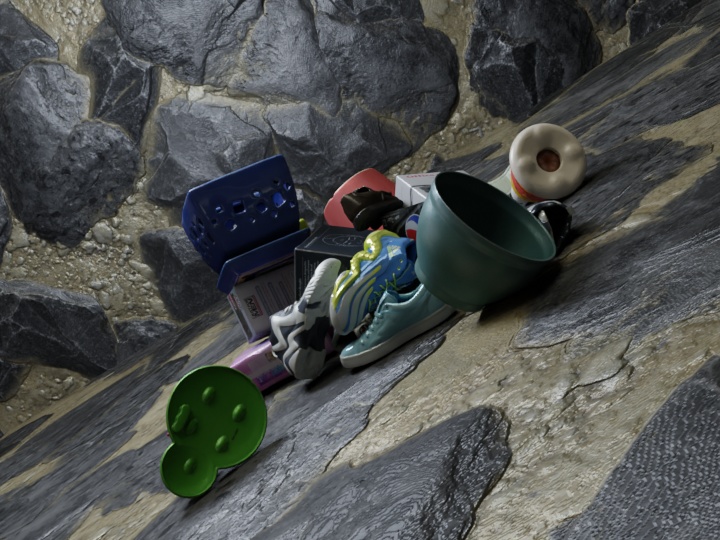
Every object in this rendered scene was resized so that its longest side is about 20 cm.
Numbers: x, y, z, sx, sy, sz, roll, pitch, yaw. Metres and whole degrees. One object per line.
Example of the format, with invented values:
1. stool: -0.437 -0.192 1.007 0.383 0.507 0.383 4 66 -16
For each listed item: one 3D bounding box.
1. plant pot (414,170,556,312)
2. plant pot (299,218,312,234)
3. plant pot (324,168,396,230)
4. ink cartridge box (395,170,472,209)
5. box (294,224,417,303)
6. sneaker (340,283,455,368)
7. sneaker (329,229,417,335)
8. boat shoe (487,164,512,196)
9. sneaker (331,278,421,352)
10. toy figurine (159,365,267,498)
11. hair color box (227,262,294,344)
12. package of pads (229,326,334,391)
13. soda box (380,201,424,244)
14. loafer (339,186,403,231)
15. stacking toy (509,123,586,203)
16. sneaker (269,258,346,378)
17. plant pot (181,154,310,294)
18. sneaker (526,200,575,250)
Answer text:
1. plant pot: 0.158 -0.028 1.444 0.135 0.199 0.200 -58 -5 27
2. plant pot: -0.149 0.035 2.084 0.198 0.182 0.200 -32 -8 -6
3. plant pot: 0.034 -0.091 2.019 0.200 0.178 0.201 -38 -16 -13
4. ink cartridge box: 0.160 -0.108 1.799 0.143 0.085 0.200 -5 22 -19
5. box: 0.000 0.000 1.769 0.198 0.108 0.148 8 22 16
6. sneaker: 0.044 0.074 1.561 0.199 0.082 0.074 -31 7 9
7. sneaker: 0.028 0.015 1.589 0.104 0.076 0.201 0 52 36
8. boat shoe: 0.294 -0.156 2.078 0.201 0.060 0.072 -38 50 19
9. sneaker: 0.031 0.079 1.652 0.199 0.074 0.089 -36 13 34
10. toy figurine: -0.244 0.260 1.529 0.201 0.149 0.184 -64 8 -26
11. hair color box: -0.135 0.049 1.886 0.199 0.100 0.061 -22 -11 -27
12. package of pads: -0.134 0.146 1.822 0.199 0.076 0.121 -30 6 11
13. soda box: 0.114 -0.080 1.635 0.070 0.064 0.199 -13 -1 -30
14. loafer: 0.018 -0.118 1.761 0.073 0.071 0.200 -44 -7 13
15. stacking toy: 0.333 -0.175 1.925 0.145 0.147 0.200 -34 -11 -15
16. sneaker: -0.097 0.068 1.683 0.079 0.201 0.129 6 10 -40
17. plant pot: -0.206 -0.074 1.891 0.198 0.181 0.200 -23 -10 -19
18. sneaker: 0.242 -0.048 1.537 0.197 0.080 0.130 -23 -2 -8
